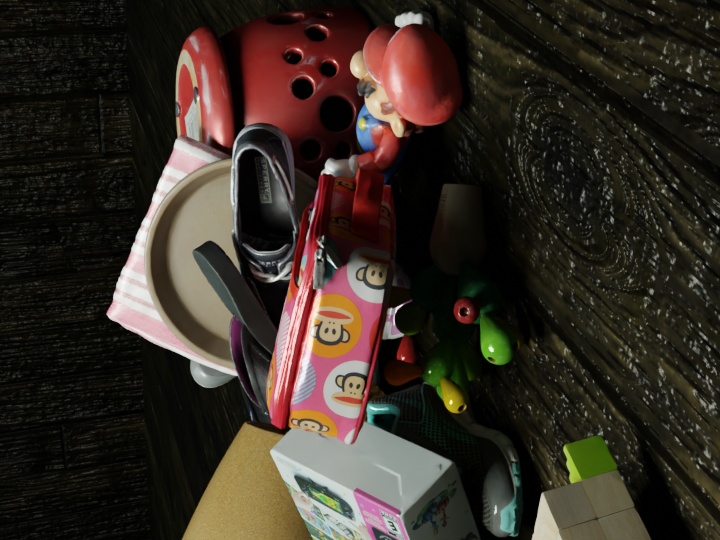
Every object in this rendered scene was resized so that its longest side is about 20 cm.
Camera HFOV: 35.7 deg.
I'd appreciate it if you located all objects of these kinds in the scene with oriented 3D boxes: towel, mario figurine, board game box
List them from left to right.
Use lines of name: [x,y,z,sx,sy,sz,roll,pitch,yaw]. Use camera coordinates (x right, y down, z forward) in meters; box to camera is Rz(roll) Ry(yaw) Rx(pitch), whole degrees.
towel: [-0.137,-0.011,1.038,0.030,0.144,0.202,-85,20,-69]
mario figurine: [0.013,-0.138,0.925,0.201,0.104,0.126,116,145,-62]
board game box: [0.027,0.215,0.883,0.146,0.064,0.202,18,140,44]

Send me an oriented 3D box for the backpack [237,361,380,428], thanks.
backpack: [-0.063,0.098,1.162,0.200,0.148,0.180,-133,33,-53]

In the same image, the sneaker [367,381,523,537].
sneaker: [0.062,0.152,0.893,0.200,0.089,0.079,-136,41,-63]

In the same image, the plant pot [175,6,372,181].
plant pot: [-0.084,-0.156,1.103,0.200,0.179,0.205,176,90,-72]

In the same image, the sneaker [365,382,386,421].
sneaker: [0.044,0.180,1.015,0.201,0.075,0.090,53,180,37]

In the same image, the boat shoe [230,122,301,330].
boat shoe: [-0.074,-0.020,0.949,0.068,0.070,0.204,-82,-11,-67]

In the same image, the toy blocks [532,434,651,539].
toy blocks: [0.152,0.224,0.664,0.138,0.098,0.202,88,165,-51]

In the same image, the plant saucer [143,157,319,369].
plant saucer: [-0.096,-0.006,1.007,0.030,0.196,0.204,-81,-9,-70]

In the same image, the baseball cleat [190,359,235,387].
baseball cleat: [-0.127,0.047,1.316,0.069,0.201,0.107,35,146,5]

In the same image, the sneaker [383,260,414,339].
sneaker: [0.000,0.000,1.069,0.199,0.088,0.082,30,110,42]

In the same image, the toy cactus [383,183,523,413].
toy cactus: [0.064,0.018,0.866,0.200,0.100,0.169,-169,83,-81]

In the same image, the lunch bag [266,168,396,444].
lunch bag: [-0.014,0.012,0.841,0.201,0.080,0.179,-87,9,-68]

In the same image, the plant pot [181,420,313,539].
plant pot: [-0.082,0.245,1.007,0.186,0.183,0.204,178,105,-72]

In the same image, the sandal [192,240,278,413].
sandal: [-0.091,0.070,0.953,0.202,0.048,0.075,57,164,-11]
